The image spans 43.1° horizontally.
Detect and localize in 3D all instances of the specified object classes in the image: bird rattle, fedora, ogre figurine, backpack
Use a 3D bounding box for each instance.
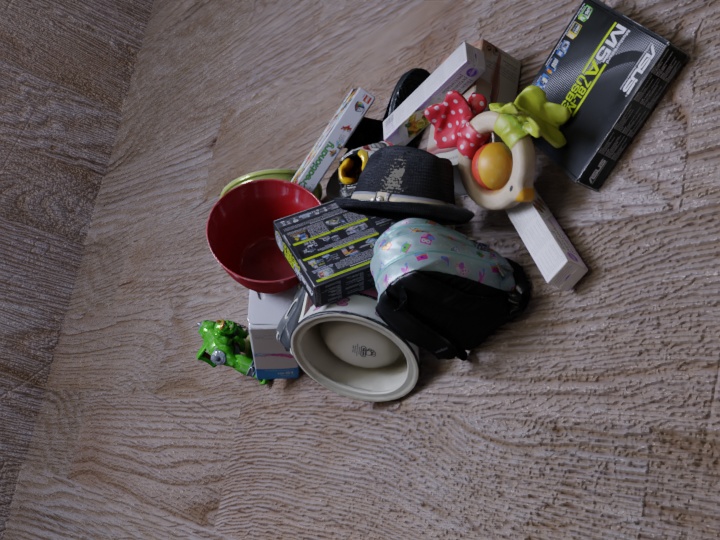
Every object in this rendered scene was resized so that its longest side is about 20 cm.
[{"bbox_3d":[0.168,-0.162,1.198,0.199,0.112,0.165,0,94,45],"label":"bird rattle"},{"bbox_3d":[0.063,-0.118,1.248,0.200,0.199,0.093,8,89,59],"label":"fedora"},{"bbox_3d":[-0.251,0.152,1.779,0.098,0.119,0.201,-50,37,29],"label":"ogre figurine"},{"bbox_3d":[0.104,0.020,1.208,0.167,0.198,0.128,-48,37,33],"label":"backpack"}]

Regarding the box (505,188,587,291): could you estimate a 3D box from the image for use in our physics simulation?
[{"bbox_3d":[0.232,-0.056,1.190,0.042,0.038,0.201,-53,35,26],"label":"box"}]

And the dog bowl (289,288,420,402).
[{"bbox_3d":[-0.001,0.105,1.348,0.200,0.199,0.074,-36,24,43],"label":"dog bowl"}]

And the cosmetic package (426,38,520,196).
[{"bbox_3d":[0.166,-0.226,1.359,0.103,0.087,0.203,-15,61,53],"label":"cosmetic package"}]

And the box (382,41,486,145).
[{"bbox_3d":[0.106,-0.256,1.350,0.200,0.038,0.042,-40,42,41],"label":"box"}]

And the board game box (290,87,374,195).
[{"bbox_3d":[-0.050,-0.222,1.568,0.201,0.034,0.126,-56,11,3],"label":"board game box"}]

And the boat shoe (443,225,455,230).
[{"bbox_3d":[0.117,-0.081,1.398,0.073,0.063,0.203,-37,50,35],"label":"boat shoe"}]

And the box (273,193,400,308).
[{"bbox_3d":[-0.009,-0.042,1.339,0.161,0.198,0.045,54,157,41],"label":"box"}]

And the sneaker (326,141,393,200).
[{"bbox_3d":[-0.011,-0.164,1.507,0.200,0.081,0.079,-31,72,58],"label":"sneaker"}]

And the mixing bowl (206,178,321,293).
[{"bbox_3d":[-0.148,-0.039,1.493,0.109,0.197,0.202,93,176,-58],"label":"mixing bowl"}]

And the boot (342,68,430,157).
[{"bbox_3d":[0.038,-0.259,1.594,0.168,0.076,0.203,25,100,56],"label":"boot"}]

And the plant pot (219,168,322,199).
[{"bbox_3d":[-0.157,-0.059,1.708,0.200,0.199,0.186,-33,57,45],"label":"plant pot"}]

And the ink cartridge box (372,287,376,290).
[{"bbox_3d":[0.000,0.000,1.484,0.201,0.084,0.145,-51,37,27],"label":"ink cartridge box"}]

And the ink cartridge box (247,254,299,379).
[{"bbox_3d":[-0.148,0.083,1.598,0.201,0.083,0.146,91,178,-59],"label":"ink cartridge box"}]

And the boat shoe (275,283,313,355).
[{"bbox_3d":[-0.076,0.036,1.416,0.067,0.071,0.202,37,109,42],"label":"boat shoe"}]

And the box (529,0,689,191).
[{"bbox_3d":[0.302,-0.235,1.188,0.201,0.047,0.194,-58,31,21],"label":"box"}]
